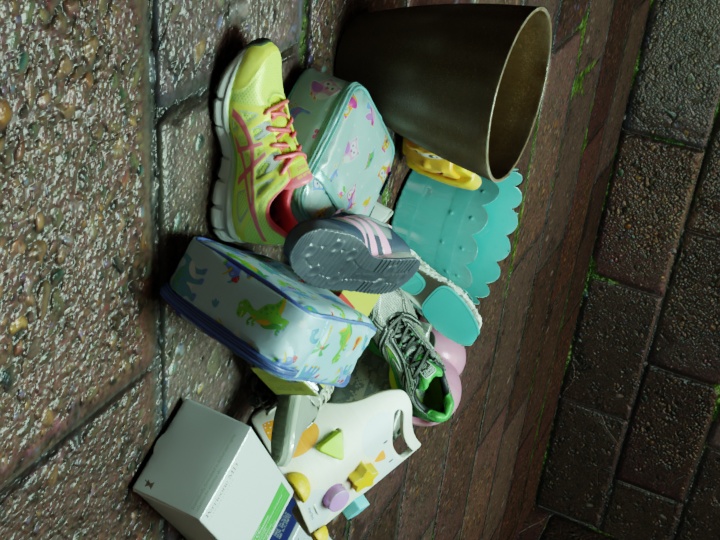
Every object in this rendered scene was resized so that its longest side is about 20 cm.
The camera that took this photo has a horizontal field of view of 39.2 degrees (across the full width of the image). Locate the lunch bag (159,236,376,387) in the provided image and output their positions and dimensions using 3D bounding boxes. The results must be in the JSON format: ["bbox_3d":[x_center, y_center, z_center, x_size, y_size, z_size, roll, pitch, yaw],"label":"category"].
[{"bbox_3d":[-0.084,0.038,0.951,0.082,0.161,0.200,-58,160,4],"label":"lunch bag"}]

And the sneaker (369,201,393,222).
[{"bbox_3d":[0.000,0.000,1.237,0.074,0.088,0.200,-50,152,-47],"label":"sneaker"}]

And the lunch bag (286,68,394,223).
[{"bbox_3d":[-0.034,-0.103,1.071,0.161,0.077,0.200,-67,159,-14],"label":"lunch bag"}]

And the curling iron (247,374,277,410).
[{"bbox_3d":[-0.103,0.076,1.117,0.050,0.026,0.200,-56,156,-55],"label":"curling iron"}]

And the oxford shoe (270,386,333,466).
[{"bbox_3d":[-0.061,0.140,1.145,0.200,0.058,0.075,-79,-165,-52],"label":"oxford shoe"}]

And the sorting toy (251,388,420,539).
[{"bbox_3d":[-0.011,0.226,1.230,0.180,0.107,0.200,-29,134,-14],"label":"sorting toy"}]

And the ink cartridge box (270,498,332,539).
[{"bbox_3d":[-0.108,0.430,1.387,0.200,0.041,0.200,-62,158,-25],"label":"ink cartridge box"}]

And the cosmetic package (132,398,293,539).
[{"bbox_3d":[-0.148,0.229,1.054,0.108,0.085,0.200,-62,159,-22],"label":"cosmetic package"}]

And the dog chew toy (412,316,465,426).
[{"bbox_3d":[0.113,0.145,1.611,0.125,0.124,0.200,77,29,-55],"label":"dog chew toy"}]

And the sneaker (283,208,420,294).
[{"bbox_3d":[-0.021,-0.028,0.993,0.070,0.082,0.200,-44,152,16],"label":"sneaker"}]

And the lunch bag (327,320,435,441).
[{"bbox_3d":[0.030,0.139,1.385,0.200,0.117,0.164,56,54,-84],"label":"lunch bag"}]

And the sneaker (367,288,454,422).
[{"bbox_3d":[0.063,0.097,1.230,0.078,0.085,0.200,-35,110,-19],"label":"sneaker"}]

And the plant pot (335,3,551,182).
[{"bbox_3d":[0.081,-0.211,1.099,0.187,0.200,0.187,-51,150,-44],"label":"plant pot"}]

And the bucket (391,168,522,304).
[{"bbox_3d":[0.138,-0.065,1.460,0.207,0.135,0.207,-52,152,-42],"label":"bucket"}]

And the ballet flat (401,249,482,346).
[{"bbox_3d":[0.092,0.018,1.371,0.072,0.200,0.072,-46,-168,12],"label":"ballet flat"}]

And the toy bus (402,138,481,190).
[{"bbox_3d":[0.103,-0.221,1.274,0.192,0.136,0.200,14,97,-57],"label":"toy bus"}]

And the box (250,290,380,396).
[{"bbox_3d":[-0.034,0.046,1.112,0.050,0.075,0.200,51,56,-28],"label":"box"}]

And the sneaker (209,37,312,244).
[{"bbox_3d":[-0.081,-0.112,0.926,0.078,0.090,0.200,-40,141,-52],"label":"sneaker"}]
